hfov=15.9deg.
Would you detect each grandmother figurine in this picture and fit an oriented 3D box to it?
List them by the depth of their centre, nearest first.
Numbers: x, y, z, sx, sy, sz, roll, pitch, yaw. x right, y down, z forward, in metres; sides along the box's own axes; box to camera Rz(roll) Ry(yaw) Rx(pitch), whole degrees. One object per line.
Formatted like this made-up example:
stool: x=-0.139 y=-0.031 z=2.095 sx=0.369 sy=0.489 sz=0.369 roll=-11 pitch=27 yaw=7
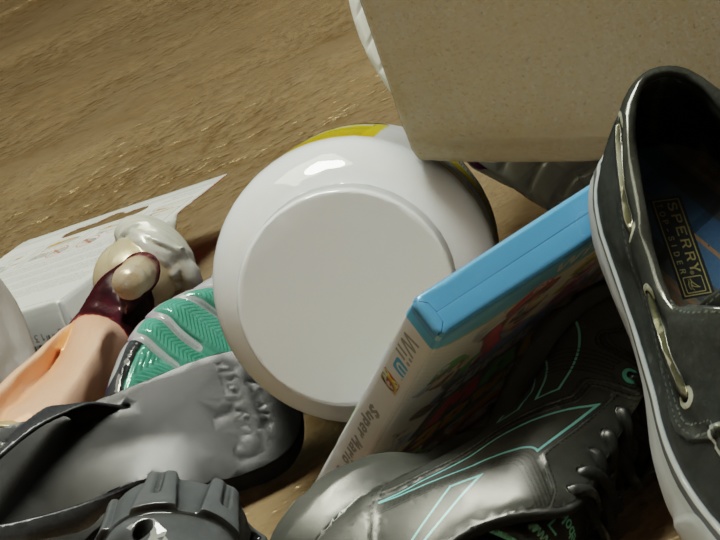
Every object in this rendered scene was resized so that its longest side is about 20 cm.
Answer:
grandmother figurine: x=-0.123 y=0.037 z=1.190 sx=0.121 sy=0.061 sz=0.200 roll=-50 pitch=8 yaw=35

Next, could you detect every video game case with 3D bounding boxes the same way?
video game case: x=0.055 y=0.022 z=0.928 sx=0.143 sy=0.018 sz=0.200 roll=-32 pitch=-15 yaw=-24

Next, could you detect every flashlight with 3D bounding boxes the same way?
flashlight: x=-0.076 y=0.127 z=0.887 sx=0.068 sy=0.068 sz=0.200 roll=-26 pitch=16 yaw=8

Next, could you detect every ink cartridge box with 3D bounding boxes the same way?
ink cartridge box: x=-0.172 y=0.018 z=1.446 sx=0.162 sy=0.057 sz=0.200 roll=-16 pitch=9 yaw=30

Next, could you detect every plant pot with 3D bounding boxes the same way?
plant pot: x=0.087 y=-0.143 z=1.000 sx=0.177 sy=0.200 sz=0.200 roll=-17 pitch=13 yaw=10

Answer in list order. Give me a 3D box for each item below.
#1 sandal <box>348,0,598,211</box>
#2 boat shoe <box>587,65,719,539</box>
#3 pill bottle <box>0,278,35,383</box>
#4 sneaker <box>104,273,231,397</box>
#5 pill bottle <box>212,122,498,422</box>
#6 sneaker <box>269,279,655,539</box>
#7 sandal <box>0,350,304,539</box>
sandal: x=0.069 y=-0.075 z=1.131 sx=0.082 sy=0.203 sz=0.050 roll=-41 pitch=-10 yaw=-4
boat shoe: x=0.113 y=0.022 z=0.766 sx=0.069 sy=0.057 sz=0.200 roll=-13 pitch=51 yaw=-10
pill bottle: x=-0.269 y=0.068 z=1.288 sx=0.200 sy=0.116 sz=0.116 roll=-19 pitch=16 yaw=23
sneaker: x=-0.061 y=0.041 z=1.187 sx=0.200 sy=0.074 sz=0.088 roll=-47 pitch=-3 yaw=-45
pill bottle: x=0.000 y=0.000 z=1.035 sx=0.112 sy=0.112 sz=0.200 roll=-24 pitch=4 yaw=6
sneaker: x=0.067 y=0.073 z=0.867 sx=0.200 sy=0.075 sz=0.079 roll=-35 pitch=33 yaw=-16
sandal: x=-0.120 y=0.084 z=1.063 sx=0.200 sy=0.076 sz=0.043 roll=-27 pitch=-24 yaw=-8
